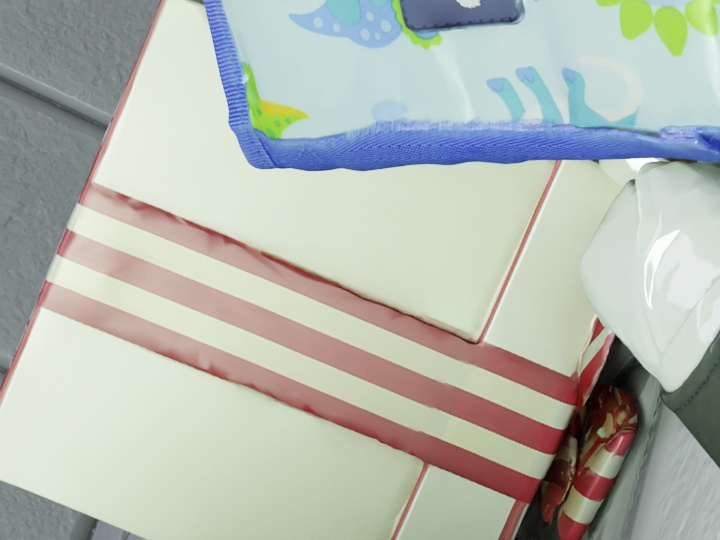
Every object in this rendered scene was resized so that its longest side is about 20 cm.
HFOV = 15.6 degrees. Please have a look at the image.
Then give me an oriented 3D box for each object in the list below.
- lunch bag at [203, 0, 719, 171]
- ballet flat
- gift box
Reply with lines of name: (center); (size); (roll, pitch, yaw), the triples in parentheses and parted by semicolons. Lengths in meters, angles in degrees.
lunch bag: (0.043, -0.125, 0.658); (0.169, 0.127, 0.201); (-1, 83, 38)
ballet flat: (0.090, -0.005, 0.668); (0.068, 0.068, 0.200); (-61, 8, 22)
gift box: (0.000, 0.000, 0.844); (0.185, 0.186, 0.201); (-93, 28, -76)
